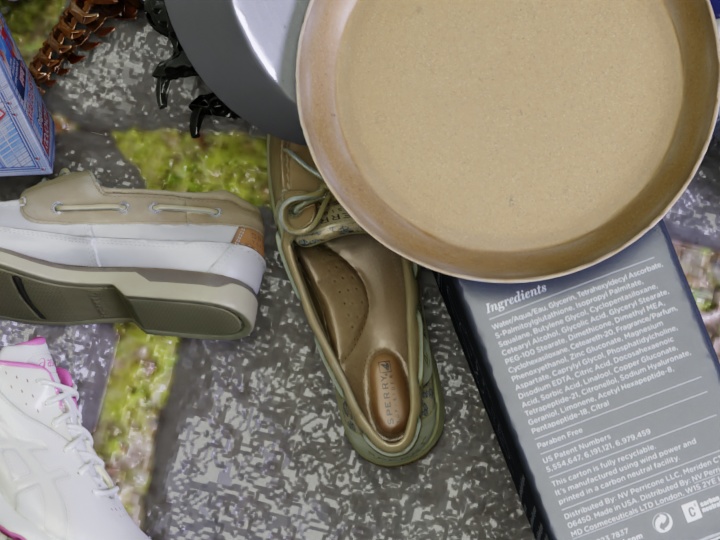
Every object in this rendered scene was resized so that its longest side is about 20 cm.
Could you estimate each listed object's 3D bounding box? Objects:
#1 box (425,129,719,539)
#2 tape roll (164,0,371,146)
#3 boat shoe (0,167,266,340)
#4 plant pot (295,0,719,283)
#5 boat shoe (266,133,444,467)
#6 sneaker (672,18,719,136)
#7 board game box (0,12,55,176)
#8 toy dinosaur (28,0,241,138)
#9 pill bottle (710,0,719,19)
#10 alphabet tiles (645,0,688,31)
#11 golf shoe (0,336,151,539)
[{"bbox_3d":[0.114,0.054,1.425,0.107,0.148,0.201,-21,80,-1],"label":"box"},{"bbox_3d":[0.001,-0.161,1.429,0.200,0.066,0.201,-2,93,-33],"label":"tape roll"},{"bbox_3d":[-0.147,-0.014,1.495,0.199,0.075,0.069,9,67,4],"label":"boat shoe"},{"bbox_3d":[0.069,-0.091,1.364,0.199,0.027,0.201,-1,79,4],"label":"plant pot"},{"bbox_3d":[0.000,0.000,1.481,0.073,0.063,0.201,-18,82,1],"label":"boat shoe"},{"bbox_3d":[0.120,-0.100,1.453,0.200,0.074,0.087,-16,65,38],"label":"sneaker"},{"bbox_3d":[-0.256,-0.106,1.469,0.200,0.062,0.200,-32,117,14],"label":"board game box"},{"bbox_3d":[-0.085,-0.149,1.514,0.200,0.102,0.136,-42,61,30],"label":"toy dinosaur"},{"bbox_3d":[0.239,-0.091,1.464,0.112,0.112,0.200,-27,80,-2],"label":"pill bottle"},{"bbox_3d":[0.173,-0.205,1.464,0.167,0.200,0.008,-37,121,-1],"label":"alphabet tiles"},{"bbox_3d":[-0.165,0.089,1.466,0.200,0.075,0.092,37,93,7],"label":"golf shoe"}]
